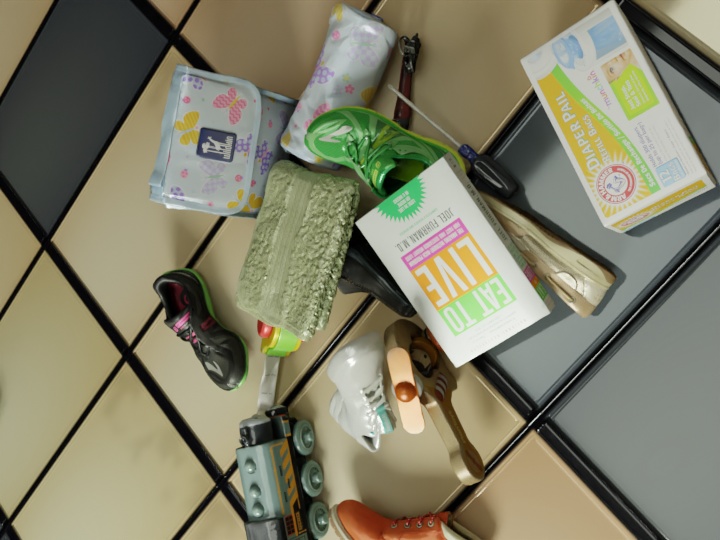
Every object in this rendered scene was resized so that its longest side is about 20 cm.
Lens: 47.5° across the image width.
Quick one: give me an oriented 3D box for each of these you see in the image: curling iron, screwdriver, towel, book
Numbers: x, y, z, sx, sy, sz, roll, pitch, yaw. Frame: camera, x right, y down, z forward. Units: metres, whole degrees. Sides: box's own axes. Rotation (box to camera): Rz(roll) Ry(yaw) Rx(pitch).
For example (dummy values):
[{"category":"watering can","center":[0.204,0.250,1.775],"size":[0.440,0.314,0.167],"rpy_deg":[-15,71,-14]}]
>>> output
[{"category":"curling iron","center":[0.047,-0.190,1.000],"size":[0.025,0.050,0.203],"rpy_deg":[10,95,13]},{"category":"screwdriver","center":[0.104,-0.154,0.954],"size":[0.200,0.029,0.028],"rpy_deg":[41,111,6]},{"category":"towel","center":[-0.079,-0.028,1.001],"size":[0.147,0.036,0.202],"rpy_deg":[19,92,35]},{"category":"book","center":[0.104,-0.011,0.902],"size":[0.133,0.048,0.201],"rpy_deg":[-34,94,33]}]

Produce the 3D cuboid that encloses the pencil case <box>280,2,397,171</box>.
[{"category":"pencil case","center":[-0.029,-0.227,1.018],"size":[0.090,0.083,0.202],"rpy_deg":[24,103,5]}]

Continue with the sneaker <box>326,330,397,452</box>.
[{"category":"sneaker","center":[0.012,0.146,0.947],"size":[0.075,0.201,0.089],"rpy_deg":[-28,62,-18]}]

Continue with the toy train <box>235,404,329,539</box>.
[{"category":"toy train","center":[-0.102,0.274,1.033],"size":[0.084,0.114,0.203],"rpy_deg":[-14,82,27]}]

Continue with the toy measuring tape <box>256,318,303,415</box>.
[{"category":"toy measuring tape","center":[-0.105,0.107,1.061],"size":[0.073,0.073,0.203],"rpy_deg":[14,97,28]}]

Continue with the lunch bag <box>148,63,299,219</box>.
[{"category":"lunch bag","center":[-0.174,-0.156,1.033],"size":[0.126,0.199,0.172],"rpy_deg":[15,96,28]}]

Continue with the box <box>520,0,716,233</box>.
[{"category":"box","center":[0.266,-0.152,0.845],"size":[0.112,0.101,0.202],"rpy_deg":[-30,75,25]}]

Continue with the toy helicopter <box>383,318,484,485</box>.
[{"category":"toy helicopter","center":[0.083,0.147,0.924],"size":[0.079,0.132,0.202],"rpy_deg":[-33,74,24]}]

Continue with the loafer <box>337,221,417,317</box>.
[{"category":"loafer","center":[0.000,0.000,1.013],"size":[0.200,0.072,0.073],"rpy_deg":[44,118,32]}]

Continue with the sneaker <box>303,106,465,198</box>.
[{"category":"sneaker","center":[0.023,-0.133,0.944],"size":[0.198,0.084,0.075],"rpy_deg":[19,124,13]}]

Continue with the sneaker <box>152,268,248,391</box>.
[{"category":"sneaker","center":[-0.225,0.085,1.121],"size":[0.077,0.084,0.201],"rpy_deg":[-46,69,21]}]

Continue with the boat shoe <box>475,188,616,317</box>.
[{"category":"boat shoe","center":[0.182,-0.025,0.907],"size":[0.199,0.071,0.065],"rpy_deg":[37,105,23]}]

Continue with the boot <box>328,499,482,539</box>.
[{"category":"boot","center":[0.059,0.315,0.973],"size":[0.199,0.075,0.108],"rpy_deg":[30,100,17]}]
